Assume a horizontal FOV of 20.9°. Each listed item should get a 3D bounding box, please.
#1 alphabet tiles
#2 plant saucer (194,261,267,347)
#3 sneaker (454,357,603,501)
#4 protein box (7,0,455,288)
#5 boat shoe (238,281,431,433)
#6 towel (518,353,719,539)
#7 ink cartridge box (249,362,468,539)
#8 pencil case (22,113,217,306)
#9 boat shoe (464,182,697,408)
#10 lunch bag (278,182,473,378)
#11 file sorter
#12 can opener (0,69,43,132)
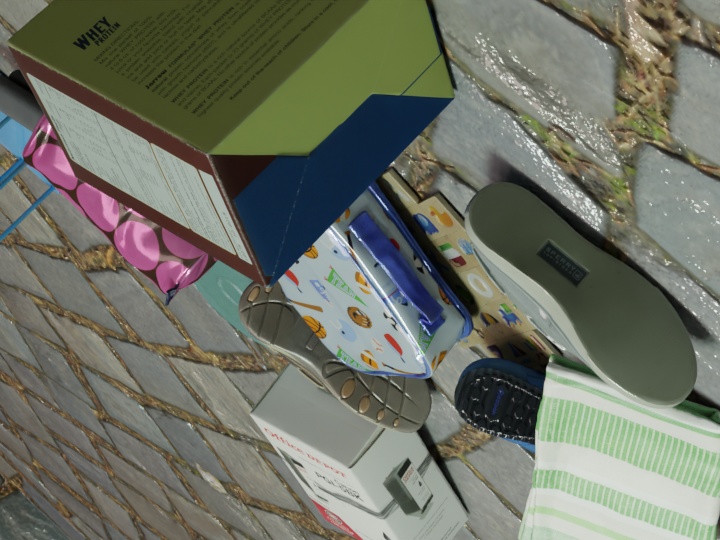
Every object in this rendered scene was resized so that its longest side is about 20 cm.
[{"bbox_3d":[0.072,0.003,1.540,0.200,0.006,0.166,47,159,-8],"label":"alphabet tiles"},{"bbox_3d":[-0.110,0.012,1.845,0.200,0.036,0.200,38,158,18],"label":"plant saucer"},{"bbox_3d":[0.170,0.124,1.532,0.199,0.066,0.078,27,-165,11],"label":"sneaker"},{"bbox_3d":[-0.083,-0.133,1.298,0.200,0.199,0.135,29,154,34],"label":"protein box"},{"bbox_3d":[-0.021,0.073,1.753,0.200,0.075,0.073,38,175,-2],"label":"boat shoe"},{"bbox_3d":[0.197,0.164,1.467,0.152,0.023,0.201,18,130,18],"label":"towel"},{"bbox_3d":[-0.001,0.188,1.887,0.146,0.083,0.200,25,156,40],"label":"ink cartridge box"},{"bbox_3d":[-0.213,-0.065,1.746,0.200,0.091,0.094,45,133,1],"label":"pencil case"},{"bbox_3d":[0.152,0.020,1.354,0.201,0.070,0.072,44,170,11],"label":"boat shoe"},{"bbox_3d":[0.000,0.000,1.555,0.200,0.076,0.160,52,156,-17],"label":"lunch bag"},{"bbox_3d":[-0.414,-0.139,1.997,0.200,0.123,0.139,41,158,8],"label":"file sorter"},{"bbox_3d":[-0.274,-0.152,1.841,0.200,0.053,0.067,32,124,30],"label":"can opener"}]
